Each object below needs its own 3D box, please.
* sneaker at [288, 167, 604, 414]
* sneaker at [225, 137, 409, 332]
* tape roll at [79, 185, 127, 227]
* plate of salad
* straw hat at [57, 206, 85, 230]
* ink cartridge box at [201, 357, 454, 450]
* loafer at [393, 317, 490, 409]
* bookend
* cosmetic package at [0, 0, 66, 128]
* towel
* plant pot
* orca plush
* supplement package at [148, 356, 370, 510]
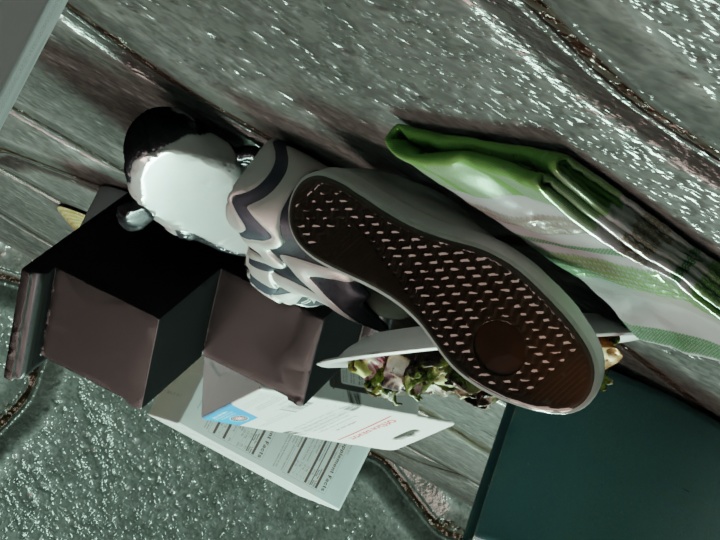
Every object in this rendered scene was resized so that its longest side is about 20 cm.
[{"bbox_3d":[0.060,0.001,1.162,0.200,0.073,0.084,37,-154,21],"label":"sneaker"},{"bbox_3d":[0.000,0.000,1.315,0.129,0.080,0.199,34,165,18],"label":"sneaker"},{"bbox_3d":[-0.161,0.000,1.942,0.199,0.067,0.200,27,173,3],"label":"tape roll"},{"bbox_3d":[0.073,0.056,1.270,0.198,0.049,0.200,-6,176,0],"label":"plate of salad"},{"bbox_3d":[-0.262,0.013,2.302,0.200,0.086,0.201,27,172,4],"label":"straw hat"},{"bbox_3d":[-0.027,0.102,1.903,0.199,0.067,0.116,12,157,-29],"label":"ink cartridge box"},{"bbox_3d":[0.035,0.064,1.662,0.200,0.071,0.073,33,170,-37],"label":"loafer"},{"bbox_3d":[-0.103,0.035,1.479,0.199,0.093,0.199,25,-147,15],"label":"bookend"},{"bbox_3d":[-0.192,-0.099,0.869,0.122,0.201,0.200,28,172,-10],"label":"cosmetic package"},{"bbox_3d":[0.117,-0.006,1.059,0.199,0.031,0.149,32,170,-31],"label":"towel"},{"bbox_3d":[0.188,0.154,1.499,0.199,0.142,0.141,19,172,2],"label":"plant pot"},{"bbox_3d":[-0.096,-0.069,1.375,0.105,0.072,0.199,-30,153,25],"label":"orca plush"},{"bbox_3d":[-0.093,0.137,2.298,0.199,0.152,0.152,30,171,-16],"label":"supplement package"}]
